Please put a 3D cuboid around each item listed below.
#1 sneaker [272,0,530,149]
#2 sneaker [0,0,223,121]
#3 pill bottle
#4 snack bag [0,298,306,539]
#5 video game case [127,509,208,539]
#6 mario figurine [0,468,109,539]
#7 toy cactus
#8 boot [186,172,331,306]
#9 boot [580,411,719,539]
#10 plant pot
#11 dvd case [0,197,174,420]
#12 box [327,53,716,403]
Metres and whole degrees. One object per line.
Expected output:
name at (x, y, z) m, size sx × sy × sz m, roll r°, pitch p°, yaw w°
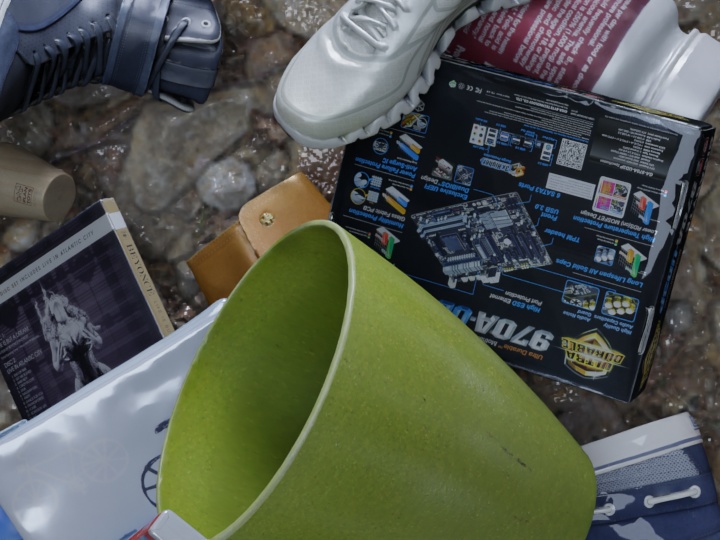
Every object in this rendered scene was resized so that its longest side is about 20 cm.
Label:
sneaker at (0.028, -0.148, 0.937) m, size 0.200 × 0.081 × 0.075 m, roll -43°, pitch 67°, yaw -9°
sneaker at (-0.161, -0.126, 1.045) m, size 0.146 × 0.202 × 0.077 m, roll 22°, pitch 128°, yaw -8°
pill bottle at (0.117, -0.137, 1.037) m, size 0.200 × 0.114 × 0.114 m, roll 32°, pitch 93°, yaw 9°
snack bag at (-0.100, 0.139, 1.015) m, size 0.188 × 0.021 × 0.200 m, roll -31°, pitch 96°, yaw -1°
video game case at (-0.082, 0.200, 0.922) m, size 0.143 × 0.200 × 0.017 m, roll 40°, pitch 58°, yaw -5°
mario figurine at (-0.245, 0.158, 1.077) m, size 0.200 × 0.106 × 0.124 m, roll 23°, pitch 94°, yaw 17°
toy cactus at (-0.255, -0.070, 1.086) m, size 0.165 × 0.102 × 0.200 m, roll 17°, pitch 93°, yaw 29°
boot at (0.000, 0.000, 1.072) m, size 0.201 × 0.071 × 0.144 m, roll -28°, pitch 85°, yaw 11°
boot at (0.121, 0.159, 1.046) m, size 0.200 × 0.073 × 0.090 m, roll -19°, pitch 80°, yaw 7°
plant pot at (0.023, 0.100, 0.937) m, size 0.200 × 0.187 × 0.187 m, roll 28°, pitch 93°, yaw -23°
dvd case at (-0.162, 0.074, 1.085) m, size 0.149 × 0.016 × 0.200 m, roll -29°, pitch 84°, yaw 38°
box at (0.083, -0.031, 0.982) m, size 0.200 × 0.046 × 0.159 m, roll 16°, pitch 102°, yaw 17°
